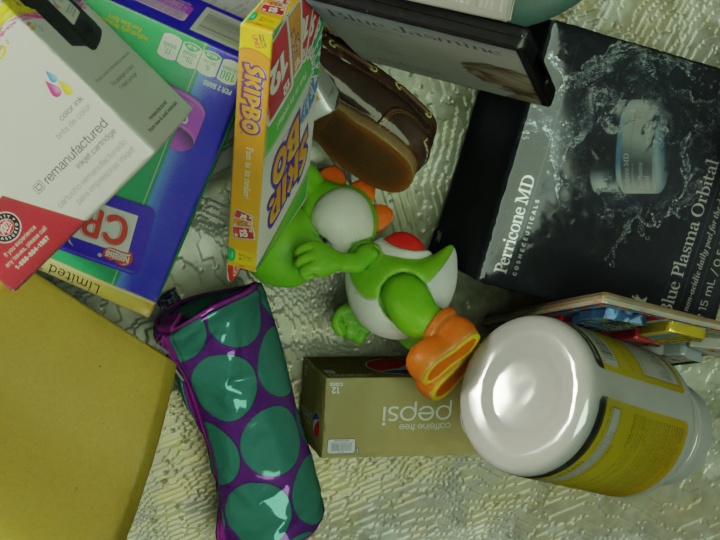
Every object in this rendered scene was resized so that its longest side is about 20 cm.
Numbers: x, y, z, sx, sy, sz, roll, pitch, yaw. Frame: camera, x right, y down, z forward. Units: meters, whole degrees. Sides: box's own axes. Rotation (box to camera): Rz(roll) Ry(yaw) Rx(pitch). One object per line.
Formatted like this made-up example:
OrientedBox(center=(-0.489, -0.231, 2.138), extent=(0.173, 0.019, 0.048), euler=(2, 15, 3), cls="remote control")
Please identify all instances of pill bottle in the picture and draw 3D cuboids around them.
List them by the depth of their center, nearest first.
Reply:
OrientedBox(center=(0.170, 0.103, 1.239), extent=(0.200, 0.112, 0.112), euler=(19, 96, -48), cls="pill bottle")

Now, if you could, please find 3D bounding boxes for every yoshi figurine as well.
OrientedBox(center=(-0.011, 0.011, 1.236), extent=(0.200, 0.112, 0.112), euler=(47, 126, 18), cls="yoshi figurine")

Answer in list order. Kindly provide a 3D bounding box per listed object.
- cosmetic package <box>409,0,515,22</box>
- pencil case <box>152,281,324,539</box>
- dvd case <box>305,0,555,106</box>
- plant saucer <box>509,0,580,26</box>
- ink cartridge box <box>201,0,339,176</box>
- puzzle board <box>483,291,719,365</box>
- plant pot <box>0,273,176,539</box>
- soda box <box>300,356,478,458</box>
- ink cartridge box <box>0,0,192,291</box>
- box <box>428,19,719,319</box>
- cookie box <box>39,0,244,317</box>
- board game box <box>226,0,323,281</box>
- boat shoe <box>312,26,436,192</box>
OrientedBox(center=(0.003, -0.218, 1.033), extent=(0.200, 0.107, 0.090), euler=(11, 113, 4), cls="cosmetic package")
OrientedBox(center=(-0.090, 0.109, 1.265), extent=(0.092, 0.085, 0.200), euler=(-24, 107, -26), cls="pencil case")
OrientedBox(center=(0.049, -0.146, 1.117), extent=(0.143, 0.200, 0.018), euler=(16, 89, 12), cls="dvd case")
OrientedBox(center=(0.100, -0.253, 1.114), extent=(0.200, 0.036, 0.200), euler=(-5, 107, -17), cls="plant saucer")
OrientedBox(center=(-0.150, -0.151, 1.180), extent=(0.198, 0.047, 0.200), euler=(-26, 108, 17), cls="ink cartridge box")
OrientedBox(center=(0.198, 0.048, 1.278), extent=(0.151, 0.200, 0.017), euler=(14, 80, -18), cls="puzzle board")
OrientedBox(center=(-0.240, 0.095, 1.170), extent=(0.200, 0.200, 0.176), euler=(34, 81, -20), cls="plant pot")
OrientedBox(center=(0.058, 0.102, 1.315), extent=(0.200, 0.068, 0.064), euler=(1, 100, -17), cls="soda box")
OrientedBox(center=(-0.230, -0.111, 1.056), extent=(0.200, 0.083, 0.146), euler=(44, 116, -9), cls="ink cartridge box")
OrientedBox(center=(0.182, -0.072, 1.291), extent=(0.200, 0.117, 0.197), euler=(14, 97, -17), cls="box")
OrientedBox(center=(-0.176, -0.095, 1.142), extent=(0.171, 0.075, 0.200), euler=(23, 116, -2), cls="cookie box")
OrientedBox(center=(-0.056, -0.091, 1.118), extent=(0.030, 0.096, 0.200), euler=(19, 129, 11), cls="board game box")
OrientedBox(center=(-0.032, -0.139, 1.244), extent=(0.200, 0.070, 0.070), euler=(39, 52, -14), cls="boat shoe")
